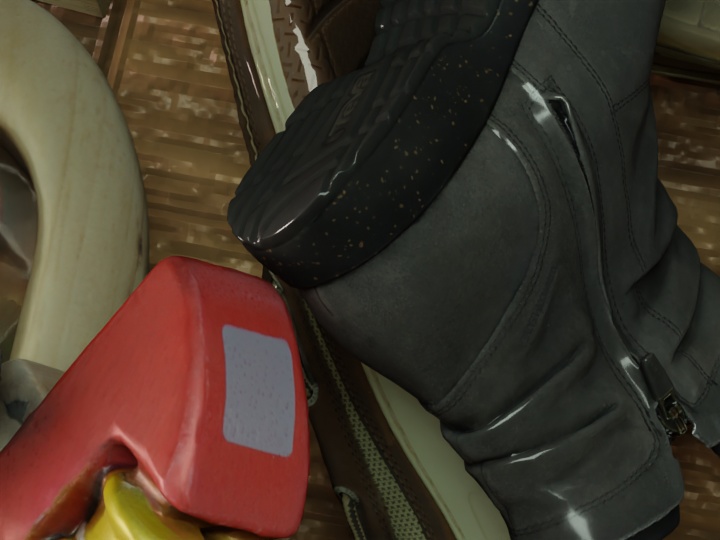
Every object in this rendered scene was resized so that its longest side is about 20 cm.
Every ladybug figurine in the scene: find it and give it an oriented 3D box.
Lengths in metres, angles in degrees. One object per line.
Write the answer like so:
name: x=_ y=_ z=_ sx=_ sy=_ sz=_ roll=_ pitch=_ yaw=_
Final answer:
ladybug figurine: x=-0.123 y=0.022 z=0.785 sx=0.135 sy=0.072 sz=0.200 roll=12 pitch=73 yaw=8

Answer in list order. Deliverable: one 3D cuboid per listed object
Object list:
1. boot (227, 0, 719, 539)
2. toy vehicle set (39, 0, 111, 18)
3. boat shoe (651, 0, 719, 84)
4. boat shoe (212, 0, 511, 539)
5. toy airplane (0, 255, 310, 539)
boot: x=0.061 y=-0.028 z=0.738 sx=0.132 sy=0.070 sz=0.200 roll=48 pitch=61 yaw=-19
toy vehicle set: x=-0.149 y=-0.159 z=0.870 sx=0.200 sy=0.027 sz=0.125 roll=17 pitch=74 yaw=9
boat shoe: x=0.045 y=-0.094 z=0.815 sx=0.200 sy=0.066 sz=0.074 roll=24 pitch=82 yaw=8
boat shoe: x=-0.004 y=0.001 z=0.767 sx=0.075 sy=0.075 sz=0.203 roll=-23 pitch=86 yaw=36
toy airplane: x=-0.067 y=0.121 z=0.672 sx=0.200 sy=0.199 sz=0.141 roll=-34 pitch=35 yaw=-29
